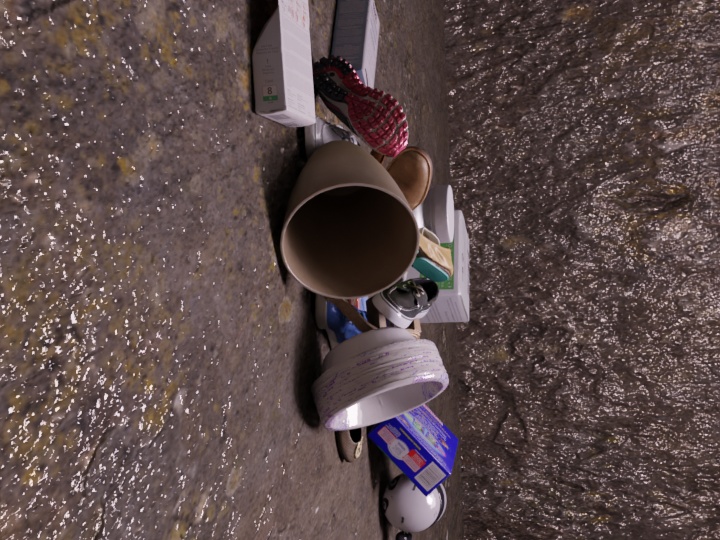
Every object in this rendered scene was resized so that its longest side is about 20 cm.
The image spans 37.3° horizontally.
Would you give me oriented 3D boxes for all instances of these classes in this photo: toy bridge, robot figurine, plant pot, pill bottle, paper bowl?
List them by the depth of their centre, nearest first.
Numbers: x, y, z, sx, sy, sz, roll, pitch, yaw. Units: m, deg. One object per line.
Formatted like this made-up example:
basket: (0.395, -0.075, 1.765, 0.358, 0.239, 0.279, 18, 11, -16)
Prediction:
plant pot: (-0.024, -0.094, 1.495, 0.200, 0.187, 0.188, -100, -179, -53)
paper bowl: (0.022, 0.156, 1.589, 0.201, 0.200, 0.105, 57, 10, -70)
toy bridge: (0.024, 0.072, 1.633, 0.200, 0.027, 0.067, 27, 44, -38)
pill bottle: (0.049, -0.089, 1.741, 0.116, 0.199, 0.117, -1, 90, -78)
robot figurine: (0.111, 0.477, 2.210, 0.151, 0.125, 0.200, 66, 7, 12)

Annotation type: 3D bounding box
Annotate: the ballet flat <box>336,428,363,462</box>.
ballet flat: (-0.016, 0.235, 1.765, 0.067, 0.046, 0.200, -70, 156, -61)

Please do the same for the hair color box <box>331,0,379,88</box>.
hair color box: (-0.009, -0.390, 1.852, 0.099, 0.060, 0.200, 72, 20, -57)

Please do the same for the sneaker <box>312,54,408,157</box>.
sneaker: (0.004, -0.247, 1.636, 0.200, 0.081, 0.075, 51, -11, 23)

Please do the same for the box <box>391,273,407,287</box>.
box: (0.000, 0.000, 1.674, 0.200, 0.122, 0.048, 37, 62, -75)

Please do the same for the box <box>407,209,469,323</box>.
box: (0.146, -0.006, 2.318, 0.200, 0.171, 0.199, 60, 30, -67)

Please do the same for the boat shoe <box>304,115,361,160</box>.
boat shoe: (-0.039, -0.194, 1.638, 0.200, 0.068, 0.072, 35, 55, -77)

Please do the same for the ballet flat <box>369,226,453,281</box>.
ballet flat: (0.078, -0.043, 1.629, 0.200, 0.069, 0.063, 33, 59, -51)

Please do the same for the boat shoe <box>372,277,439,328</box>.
boat shoe: (0.072, 0.041, 1.624, 0.057, 0.069, 0.200, -50, 170, 13)

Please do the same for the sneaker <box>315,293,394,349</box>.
sneaker: (-0.004, 0.076, 1.677, 0.200, 0.111, 0.077, 71, 20, -57)

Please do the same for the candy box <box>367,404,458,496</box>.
candy box: (0.108, 0.332, 2.115, 0.169, 0.077, 0.200, 47, 15, 0)

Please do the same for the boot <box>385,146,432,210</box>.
boot: (0.042, -0.101, 1.605, 0.075, 0.074, 0.200, -43, 171, -50)

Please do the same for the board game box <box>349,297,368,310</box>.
board game box: (0.000, 0.135, 1.937, 0.103, 0.019, 0.201, -25, 114, -80)

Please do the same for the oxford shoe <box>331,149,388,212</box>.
oxford shoe: (-0.012, -0.137, 1.655, 0.200, 0.071, 0.071, -57, 178, -37)

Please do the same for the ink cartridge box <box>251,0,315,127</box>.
ink cartridge box: (-0.103, -0.296, 1.396, 0.161, 0.050, 0.201, -8, 92, -79)
